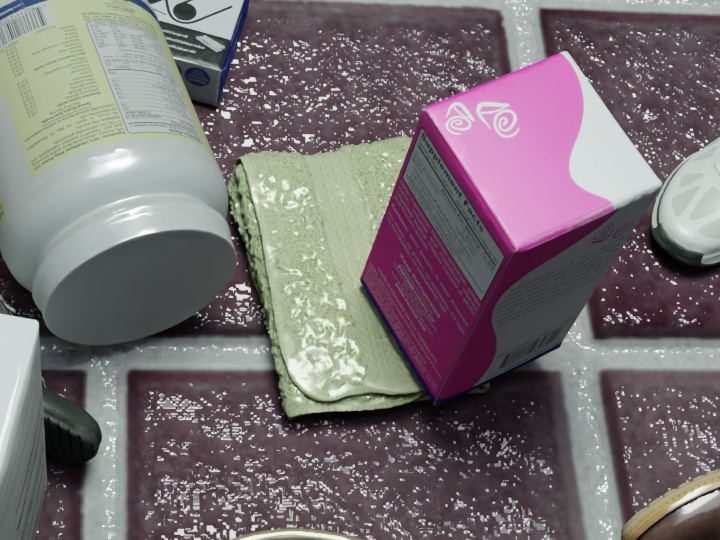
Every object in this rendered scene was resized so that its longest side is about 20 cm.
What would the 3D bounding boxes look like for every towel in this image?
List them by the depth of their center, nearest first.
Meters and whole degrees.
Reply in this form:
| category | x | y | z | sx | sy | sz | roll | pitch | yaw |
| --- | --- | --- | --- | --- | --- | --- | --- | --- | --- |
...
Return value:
| category | x | y | z | sx | sy | sz | roll | pitch | yaw |
| --- | --- | --- | --- | --- | --- | --- | --- | --- | --- |
| towel | 0.000 | 0.000 | 1.060 | 0.148 | 0.037 | 0.201 | -8 | 60 | -15 |

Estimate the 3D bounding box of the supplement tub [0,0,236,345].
| category | x | y | z | sx | sy | sz | roll | pitch | yaw |
| --- | --- | --- | --- | --- | --- | --- | --- | --- | --- |
| supplement tub | -0.167 | -0.070 | 1.010 | 0.144 | 0.145 | 0.201 | -15 | 62 | -18 |

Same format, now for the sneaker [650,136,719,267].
| category | x | y | z | sx | sy | sz | roll | pitch | yaw |
| --- | --- | --- | --- | --- | --- | --- | --- | --- | --- |
| sneaker | 0.279 | -0.093 | 1.117 | 0.076 | 0.116 | 0.200 | 41 | 61 | 15 |

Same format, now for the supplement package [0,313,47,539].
| category | x | y | z | sx | sy | sz | roll | pitch | yaw |
| --- | --- | --- | --- | --- | --- | --- | --- | --- | --- |
| supplement package | -0.231 | 0.113 | 0.854 | 0.113 | 0.200 | 0.110 | 10 | 57 | -2 |

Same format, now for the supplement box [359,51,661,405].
| category | x | y | z | sx | sy | sz | roll | pitch | yaw |
| --- | --- | --- | --- | --- | --- | --- | --- | --- | --- |
| supplement box | 0.081 | -0.019 | 0.949 | 0.101 | 0.200 | 0.104 | -23 | 70 | -23 |

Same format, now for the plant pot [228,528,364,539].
| category | x | y | z | sx | sy | sz | roll | pitch | yaw |
| --- | --- | --- | --- | --- | --- | --- | --- | --- | --- |
| plant pot | -0.036 | 0.257 | 0.814 | 0.199 | 0.174 | 0.201 | 4 | 57 | -7 |

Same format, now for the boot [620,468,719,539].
| category | x | y | z | sx | sy | sz | roll | pitch | yaw |
| --- | --- | --- | --- | --- | --- | --- | --- | --- | --- |
| boot | 0.268 | 0.198 | 0.961 | 0.199 | 0.072 | 0.167 | -7 | 58 | -18 |

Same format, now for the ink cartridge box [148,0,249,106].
| category | x | y | z | sx | sy | sz | roll | pitch | yaw |
| --- | --- | --- | --- | --- | --- | --- | --- | --- | --- |
| ink cartridge box | -0.184 | -0.187 | 1.138 | 0.199 | 0.044 | 0.094 | 14 | 56 | -1 |

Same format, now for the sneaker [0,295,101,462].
| category | x | y | z | sx | sy | sz | roll | pitch | yaw |
| --- | --- | --- | --- | --- | --- | --- | --- | --- | --- |
| sneaker | -0.230 | 0.041 | 0.973 | 0.199 | 0.074 | 0.089 | 29 | 60 | 8 |
